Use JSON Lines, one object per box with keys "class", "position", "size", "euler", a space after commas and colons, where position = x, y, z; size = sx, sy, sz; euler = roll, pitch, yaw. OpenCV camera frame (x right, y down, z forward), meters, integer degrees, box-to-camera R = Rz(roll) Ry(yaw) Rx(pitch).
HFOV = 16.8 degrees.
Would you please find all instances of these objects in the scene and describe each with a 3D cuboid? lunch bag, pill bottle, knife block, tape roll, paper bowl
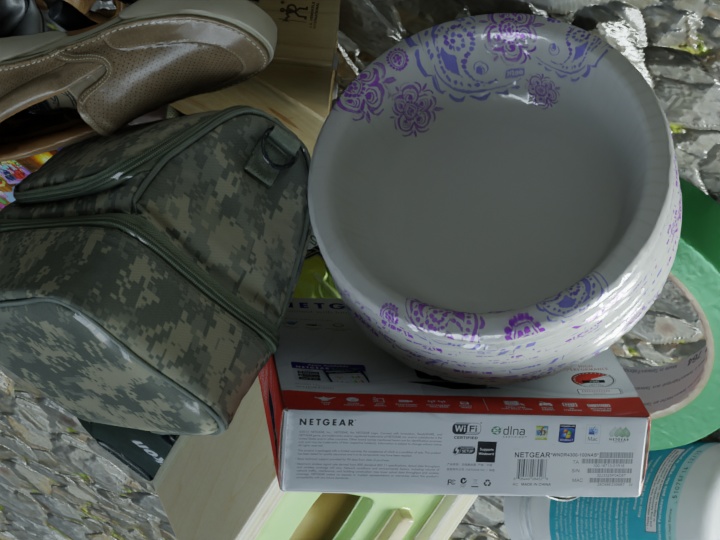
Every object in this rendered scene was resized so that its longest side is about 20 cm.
{"class": "lunch bag", "position": [-0.122, -0.011, 1.380], "size": [0.139, 0.168, 0.200], "euler": [41, 158, -23]}
{"class": "pill bottle", "position": [0.198, 0.174, 1.734], "size": [0.199, 0.111, 0.111], "euler": [0, 145, 44]}
{"class": "knife block", "position": [-0.099, -0.132, 1.422], "size": [0.174, 0.064, 0.200], "euler": [7, 155, 0]}
{"class": "tape roll", "position": [0.149, 0.022, 1.483], "size": [0.199, 0.048, 0.201], "euler": [14, 135, 14]}
{"class": "paper bowl", "position": [0.077, -0.032, 1.339], "size": [0.199, 0.202, 0.105], "euler": [17, 157, 20]}

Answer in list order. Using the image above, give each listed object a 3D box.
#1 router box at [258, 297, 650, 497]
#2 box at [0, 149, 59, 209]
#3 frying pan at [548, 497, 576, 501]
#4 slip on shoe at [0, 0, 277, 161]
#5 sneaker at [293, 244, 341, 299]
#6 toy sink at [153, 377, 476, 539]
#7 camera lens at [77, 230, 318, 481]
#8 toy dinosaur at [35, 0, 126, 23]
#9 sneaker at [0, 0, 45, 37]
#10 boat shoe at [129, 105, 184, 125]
{"class": "router box", "position": [0.045, 0.068, 1.367], "size": [0.198, 0.049, 0.180], "euler": [1, -161, -8]}
{"class": "box", "position": [-0.267, -0.093, 1.753], "size": [0.137, 0.039, 0.199], "euler": [39, 153, -25]}
{"class": "frying pan", "position": [0.083, 0.074, 1.571], "size": [0.190, 0.115, 0.031], "euler": [41, 117, -16]}
{"class": "slip on shoe", "position": [-0.136, -0.104, 1.348], "size": [0.199, 0.061, 0.076], "euler": [-6, 149, 25]}
{"class": "sneaker", "position": [0.000, 0.000, 1.517], "size": [0.076, 0.200, 0.076], "euler": [49, 133, 1]}
{"class": "toy sink", "position": [-0.006, 0.137, 1.545], "size": [0.199, 0.131, 0.112], "euler": [14, -149, -37]}
{"class": "camera lens", "position": [-0.095, 0.044, 1.658], "size": [0.159, 0.201, 0.160], "euler": [21, 155, 10]}
{"class": "toy dinosaur", "position": [-0.162, -0.173, 1.468], "size": [0.199, 0.061, 0.106], "euler": [10, 150, 31]}
{"class": "sneaker", "position": [-0.266, -0.166, 1.517], "size": [0.203, 0.077, 0.146], "euler": [58, 148, 16]}
{"class": "boat shoe", "position": [-0.129, -0.105, 1.565], "size": [0.201, 0.075, 0.075], "euler": [22, 152, -15]}
